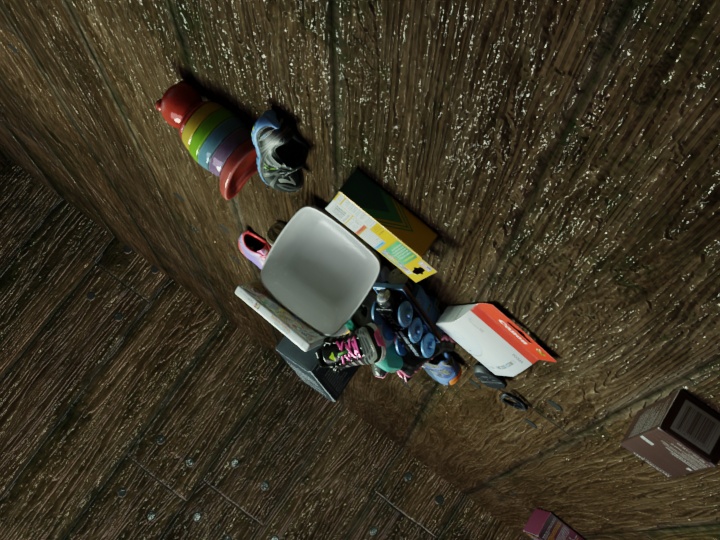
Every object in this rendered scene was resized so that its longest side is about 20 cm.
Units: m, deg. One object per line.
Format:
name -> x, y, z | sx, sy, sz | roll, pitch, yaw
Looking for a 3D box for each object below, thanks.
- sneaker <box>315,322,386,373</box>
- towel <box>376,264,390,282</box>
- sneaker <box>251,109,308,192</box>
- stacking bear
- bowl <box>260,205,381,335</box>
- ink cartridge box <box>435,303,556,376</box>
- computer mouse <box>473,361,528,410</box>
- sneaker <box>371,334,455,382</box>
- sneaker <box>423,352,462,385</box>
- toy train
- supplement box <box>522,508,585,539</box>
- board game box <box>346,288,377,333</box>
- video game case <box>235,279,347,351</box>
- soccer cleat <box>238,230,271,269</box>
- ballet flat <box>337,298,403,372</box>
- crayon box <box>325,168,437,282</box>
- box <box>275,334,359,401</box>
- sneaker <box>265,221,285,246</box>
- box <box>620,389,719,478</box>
sneaker -> -0.023, 0.149, 1.669 | 0.199, 0.086, 0.075 | -21, 87, 62
towel -> 0.000, 0.000, 1.836 | 0.198, 0.024, 0.147 | 28, 162, 34
sneaker -> -0.125, -0.180, 1.484 | 0.082, 0.071, 0.200 | 38, 163, 20
stacking bear -> -0.264, -0.242, 1.565 | 0.200, 0.122, 0.114 | 42, 168, 9
bowl -> -0.071, -0.006, 1.709 | 0.199, 0.201, 0.075 | 37, -160, 3
ink cartridge box -> 0.238, 0.127, 1.615 | 0.160, 0.048, 0.200 | 41, 167, -11
computer mouse -> 0.294, 0.236, 1.868 | 0.058, 0.035, 0.200 | 0, 149, 39
sneaker -> 0.104, 0.174, 1.831 | 0.196, 0.098, 0.079 | -4, 180, -23
sneaker -> 0.134, 0.178, 1.997 | 0.197, 0.076, 0.079 | 19, 150, 29
toy train -> 0.090, 0.079, 1.682 | 0.085, 0.116, 0.201 | 1, 145, 33
supplement box -> 0.616, 0.833, 2.800 | 0.199, 0.086, 0.110 | 39, 166, -8
board game box -> -0.032, 0.064, 1.863 | 0.199, 0.046, 0.152 | 42, 143, -3
video game case -> -0.128, 0.077, 1.767 | 0.181, 0.023, 0.199 | 38, -161, 14
soccer cleat -> -0.215, -0.023, 2.194 | 0.199, 0.067, 0.077 | 38, 161, 6
ballet flat -> 0.014, 0.108, 1.741 | 0.200, 0.067, 0.071 | 47, 139, 29
crayon box -> 0.043, -0.070, 1.467 | 0.199, 0.052, 0.126 | 39, 165, -5
box -> -0.077, 0.177, 2.198 | 0.123, 0.201, 0.197 | 29, 163, 27
sneaker -> -0.129, -0.020, 1.920 | 0.113, 0.071, 0.201 | 47, -175, -34
box -> 0.482, 0.255, 1.392 | 0.099, 0.075, 0.200 | 34, 167, 10
